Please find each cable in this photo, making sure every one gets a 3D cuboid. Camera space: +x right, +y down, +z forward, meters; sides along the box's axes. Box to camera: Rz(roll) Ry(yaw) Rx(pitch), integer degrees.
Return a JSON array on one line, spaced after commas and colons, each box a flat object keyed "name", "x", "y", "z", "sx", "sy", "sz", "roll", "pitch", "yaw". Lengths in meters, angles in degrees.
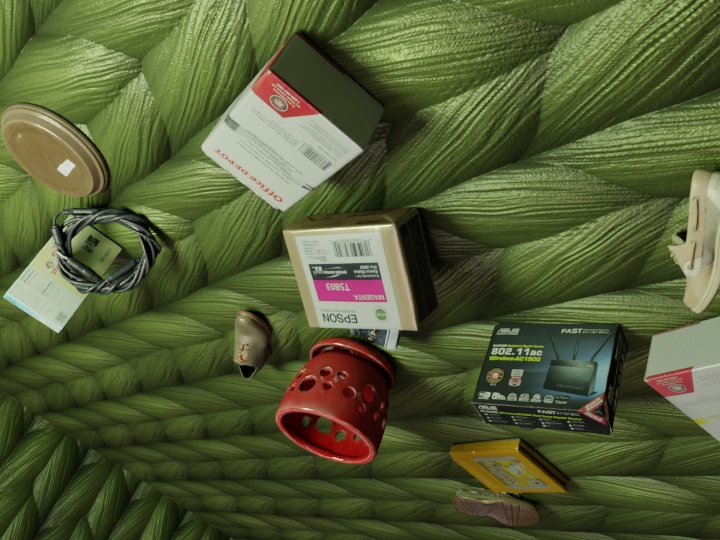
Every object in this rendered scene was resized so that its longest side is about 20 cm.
[{"name": "cable", "x": -0.463, "y": -0.033, "z": 1.281, "sx": 0.199, "sy": 0.051, "sz": 0.164, "roll": 2, "pitch": 100, "yaw": 2}]

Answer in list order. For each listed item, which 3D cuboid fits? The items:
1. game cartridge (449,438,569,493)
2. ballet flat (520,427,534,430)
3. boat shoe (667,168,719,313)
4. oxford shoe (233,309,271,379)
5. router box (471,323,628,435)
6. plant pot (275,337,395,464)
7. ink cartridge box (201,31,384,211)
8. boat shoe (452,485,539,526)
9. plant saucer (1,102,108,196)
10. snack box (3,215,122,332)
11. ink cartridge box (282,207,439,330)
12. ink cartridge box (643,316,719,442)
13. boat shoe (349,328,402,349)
[{"name": "game cartridge", "x": 0.309, "y": 0.419, "z": 1.486, "sx": 0.176, "sy": 0.032, "sz": 0.200, "roll": 41, "pitch": 142, "yaw": -22}, {"name": "ballet flat", "x": 0.335, "y": 0.214, "z": 1.173, "sx": 0.073, "sy": 0.073, "sz": 0.200, "roll": 31, "pitch": 140, "yaw": -8}, {"name": "boat shoe", "x": 0.389, "y": -0.032, "z": 0.800, "sx": 0.065, "sy": 0.072, "sz": 0.200, "roll": 18, "pitch": 144, "yaw": 26}, {"name": "oxford shoe", "x": -0.225, "y": 0.156, "z": 1.434, "sx": 0.070, "sy": 0.075, "sz": 0.200, "roll": 16, "pitch": 145, "yaw": 15}, {"name": "router box", "x": 0.281, "y": 0.155, "z": 1.043, "sx": 0.200, "sy": 0.150, "sz": 0.062, "roll": -3, "pitch": 137, "yaw": 35}, {"name": "plant pot", "x": -0.035, "y": 0.241, "z": 1.331, "sx": 0.200, "sy": 0.183, "sz": 0.201, "roll": 18, "pitch": 145, "yaw": 13}, {"name": "ink cartridge box", "x": -0.091, "y": -0.179, "z": 0.891, "sx": 0.144, "sy": 0.084, "sz": 0.200, "roll": 38, "pitch": 143, "yaw": -19}, {"name": "boat shoe", "x": 0.316, "y": 0.537, "z": 1.626, "sx": 0.199, "sy": 0.063, "sz": 0.074, "roll": 6, "pitch": 116, "yaw": 22}, {"name": "plant saucer", "x": -0.525, "y": -0.196, "z": 1.196, "sx": 0.200, "sy": 0.030, "sz": 0.200, "roll": 16, "pitch": 144, "yaw": 12}, {"name": "snack box", "x": -0.559, "y": 0.003, "z": 1.329, "sx": 0.116, "sy": 0.200, "sz": 0.037, "roll": 39, "pitch": 147, "yaw": -18}, {"name": "ink cartridge box", "x": 0.000, "y": 0.000, "z": 1.031, "sx": 0.200, "sy": 0.075, "sz": 0.165, "roll": -2, "pitch": 111, "yaw": 34}, {"name": "ink cartridge box", "x": 0.514, "y": 0.157, "z": 0.955, "sx": 0.200, "sy": 0.084, "sz": 0.145, "roll": 37, "pitch": 145, "yaw": -17}, {"name": "boat shoe", "x": 0.028, "y": 0.065, "z": 1.153, "sx": 0.091, "sy": 0.071, "sz": 0.200, "roll": 16, "pitch": 147, "yaw": 7}]
